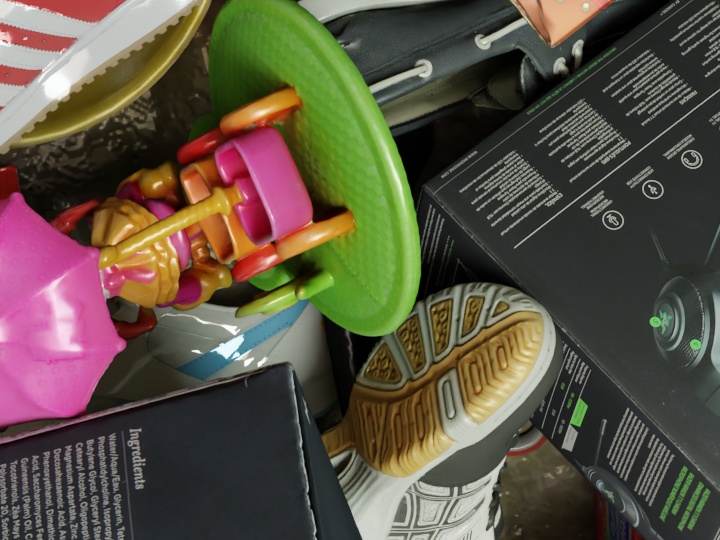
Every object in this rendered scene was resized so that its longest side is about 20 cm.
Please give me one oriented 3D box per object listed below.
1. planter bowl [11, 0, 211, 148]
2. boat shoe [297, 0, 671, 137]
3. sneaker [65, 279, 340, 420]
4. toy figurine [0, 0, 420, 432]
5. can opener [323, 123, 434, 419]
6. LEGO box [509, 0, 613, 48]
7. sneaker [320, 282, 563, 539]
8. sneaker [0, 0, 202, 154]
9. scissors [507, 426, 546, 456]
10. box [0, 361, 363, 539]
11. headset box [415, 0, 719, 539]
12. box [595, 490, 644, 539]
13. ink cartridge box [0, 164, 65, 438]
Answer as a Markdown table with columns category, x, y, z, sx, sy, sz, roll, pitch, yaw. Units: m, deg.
| category | x | y | z | sx | sy | sz | roll | pitch | yaw |
| --- | --- | --- | --- | --- | --- | --- | --- | --- | --- |
| planter bowl | -0.157 | -0.158 | 1.096 | 0.199 | 0.084 | 0.202 | -3 | 113 | -6 |
| boat shoe | 0.056 | -0.094 | 1.130 | 0.199 | 0.061 | 0.076 | -15 | 159 | -20 |
| sneaker | -0.109 | 0.047 | 1.194 | 0.199 | 0.076 | 0.081 | -17 | 103 | -13 |
| toy figurine | -0.102 | -0.005 | 1.057 | 0.183 | 0.200 | 0.151 | -25 | 92 | -24 |
| can opener | 0.000 | 0.000 | 1.174 | 0.078 | 0.063 | 0.201 | -14 | 102 | -34 |
| LEGO box | 0.095 | -0.190 | 1.052 | 0.149 | 0.200 | 0.077 | -37 | 112 | 10 |
| sneaker | 0.033 | 0.079 | 1.101 | 0.087 | 0.076 | 0.200 | 21 | 134 | -25 |
| sneaker | -0.155 | -0.110 | 1.032 | 0.200 | 0.071 | 0.113 | -37 | 116 | 1 |
| scissors | 0.000 | 0.072 | 1.253 | 0.199 | 0.014 | 0.074 | -14 | 116 | 0 |
| box | -0.087 | 0.162 | 1.029 | 0.195 | 0.124 | 0.201 | -17 | 136 | 4 |
| headset box | 0.148 | 0.006 | 1.111 | 0.174 | 0.093 | 0.200 | -38 | 71 | -22 |
| box | 0.165 | 0.096 | 1.237 | 0.099 | 0.096 | 0.201 | -5 | 113 | -5 |
| ink cartridge box | -0.210 | 0.061 | 1.133 | 0.160 | 0.050 | 0.201 | -12 | 77 | 3 |
